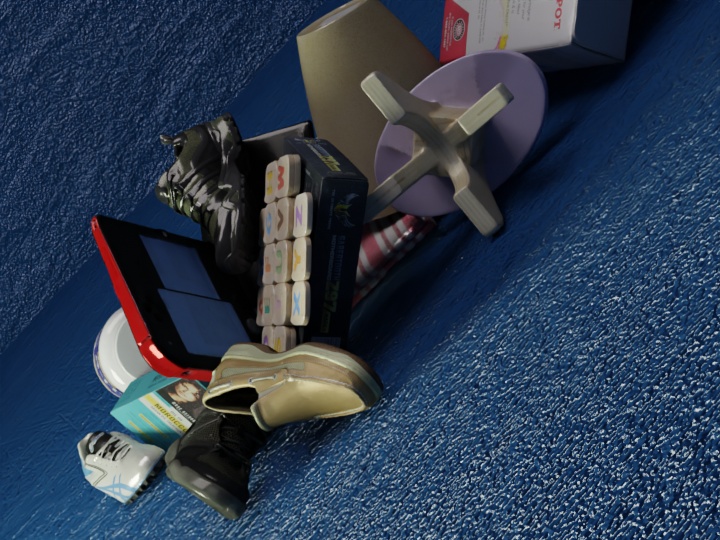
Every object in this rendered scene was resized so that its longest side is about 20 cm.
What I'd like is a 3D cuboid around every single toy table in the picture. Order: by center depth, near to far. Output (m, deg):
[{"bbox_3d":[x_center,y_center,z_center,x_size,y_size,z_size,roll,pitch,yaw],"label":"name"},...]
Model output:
[{"bbox_3d":[0.082,-0.122,1.295,0.200,0.184,0.117,-52,-5,23],"label":"toy table"}]

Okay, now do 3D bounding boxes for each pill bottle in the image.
[{"bbox_3d":[-0.263,0.098,1.667,0.120,0.120,0.200,-50,6,-15],"label":"pill bottle"}]

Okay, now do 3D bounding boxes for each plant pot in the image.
[{"bbox_3d":[0.019,-0.187,1.468,0.186,0.201,0.187,-27,15,8],"label":"plant pot"}]

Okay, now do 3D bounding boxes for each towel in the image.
[{"bbox_3d":[0.000,0.000,1.457,0.200,0.030,0.146,-46,15,9],"label":"towel"}]

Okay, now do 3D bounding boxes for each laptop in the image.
[{"bbox_3d":[-0.110,-0.040,1.526,0.198,0.189,0.116,-15,-15,17],"label":"laptop"}]

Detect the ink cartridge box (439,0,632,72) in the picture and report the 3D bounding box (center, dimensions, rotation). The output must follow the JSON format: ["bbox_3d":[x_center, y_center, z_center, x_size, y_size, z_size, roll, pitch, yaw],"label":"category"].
[{"bbox_3d":[0.179,-0.281,1.390,0.199,0.085,0.149,4,85,51],"label":"ink cartridge box"}]

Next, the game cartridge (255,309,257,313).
[{"bbox_3d":[-0.111,0.048,1.609,0.200,0.042,0.133,-50,20,-15],"label":"game cartridge"}]

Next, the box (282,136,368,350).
[{"bbox_3d":[-0.047,-0.014,1.319,0.158,0.051,0.202,-133,49,-65],"label":"box"}]

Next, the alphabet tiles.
[{"bbox_3d":[-0.077,-0.007,1.306,0.195,0.014,0.202,174,97,-74],"label":"alphabet tiles"}]

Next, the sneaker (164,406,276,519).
[{"bbox_3d":[-0.124,0.163,1.274,0.115,0.076,0.199,-53,10,-3],"label":"sneaker"}]

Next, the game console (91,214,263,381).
[{"bbox_3d":[-0.167,0.031,1.337,0.031,0.178,0.200,-35,-25,22],"label":"game console"}]

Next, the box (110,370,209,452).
[{"bbox_3d":[-0.191,0.143,1.490,0.200,0.082,0.049,-27,25,51],"label":"box"}]

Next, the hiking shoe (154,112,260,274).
[{"bbox_3d":[-0.162,-0.071,1.429,0.100,0.076,0.201,-15,52,5],"label":"hiking shoe"}]

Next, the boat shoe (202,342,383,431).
[{"bbox_3d":[-0.065,0.112,1.210,0.199,0.072,0.076,-4,38,48],"label":"boat shoe"}]

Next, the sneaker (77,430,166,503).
[{"bbox_3d":[-0.276,0.217,1.548,0.072,0.073,0.200,-50,17,-23],"label":"sneaker"}]
